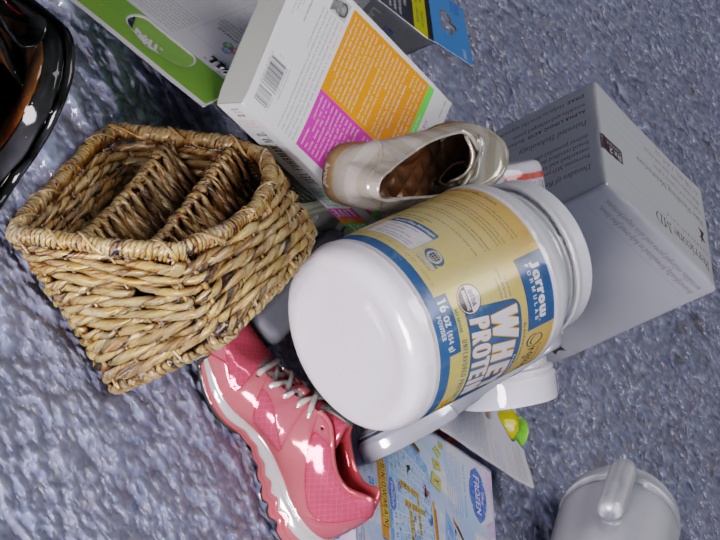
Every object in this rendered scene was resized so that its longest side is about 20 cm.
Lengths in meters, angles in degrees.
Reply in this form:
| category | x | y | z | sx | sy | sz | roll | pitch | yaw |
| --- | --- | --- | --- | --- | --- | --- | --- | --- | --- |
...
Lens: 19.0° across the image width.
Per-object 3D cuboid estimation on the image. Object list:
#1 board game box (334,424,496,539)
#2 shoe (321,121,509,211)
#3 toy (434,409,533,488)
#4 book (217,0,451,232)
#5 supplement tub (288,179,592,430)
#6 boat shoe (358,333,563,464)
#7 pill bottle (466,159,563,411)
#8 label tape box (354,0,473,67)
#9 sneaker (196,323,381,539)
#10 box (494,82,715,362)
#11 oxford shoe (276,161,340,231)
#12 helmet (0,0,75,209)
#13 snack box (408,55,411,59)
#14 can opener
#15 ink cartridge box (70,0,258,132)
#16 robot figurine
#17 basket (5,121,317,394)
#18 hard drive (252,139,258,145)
| category | x | y | z | sx | sy | sz | roll | pitch | yaw |
| --- | --- | --- | --- | --- | --- | --- | --- | --- | --- |
| board game box | 0.040 | 0.213 | 1.721 | 0.199 | 0.041 | 0.201 | 37 | 39 | -40 |
| shoe | 0.056 | -0.075 | 1.657 | 0.200 | 0.053 | 0.070 | -12 | 105 | -46 |
| toy | 0.080 | 0.116 | 1.861 | 0.200 | 0.047 | 0.116 | 32 | 39 | -50 |
| book | -0.019 | -0.127 | 1.633 | 0.200 | 0.048 | 0.134 | 44 | 59 | -43 |
| supplement tub | 0.062 | 0.020 | 1.594 | 0.200 | 0.145 | 0.145 | -25 | 89 | -37 |
| boat shoe | 0.067 | 0.079 | 1.698 | 0.200 | 0.074 | 0.067 | -31 | 88 | -29 |
| pill bottle | 0.110 | 0.013 | 1.799 | 0.112 | 0.112 | 0.201 | -14 | 97 | -61 |
| label tape box | -0.003 | -0.235 | 1.828 | 0.200 | 0.063 | 0.144 | 36 | 22 | -18 |
| sneaker | -0.048 | 0.109 | 1.609 | 0.201 | 0.087 | 0.074 | 62 | 28 | -4 |
| box | 0.196 | -0.039 | 2.014 | 0.199 | 0.200 | 0.131 | 39 | 37 | -39 |
| oxford shoe | -0.035 | -0.061 | 1.783 | 0.200 | 0.058 | 0.075 | -6 | 57 | -52 |
| helmet | -0.285 | -0.103 | 1.276 | 0.200 | 0.191 | 0.200 | 34 | 7 | -5 |
| snack box | 0.041 | -0.123 | 1.937 | 0.072 | 0.024 | 0.201 | 11 | 59 | -57 |
| can opener | -0.040 | -0.022 | 1.695 | 0.067 | 0.053 | 0.200 | 48 | 56 | -9 |
| ink cartridge box | -0.121 | -0.170 | 1.662 | 0.148 | 0.076 | 0.200 | 40 | 39 | 17 |
| robot figurine | 0.226 | 0.253 | 1.925 | 0.200 | 0.112 | 0.170 | -65 | 163 | -54 |
| basket | -0.131 | -0.035 | 1.525 | 0.149 | 0.142 | 0.200 | 58 | 29 | -13 |
| hard drive | -0.023 | -0.118 | 1.886 | 0.200 | 0.033 | 0.140 | 37 | 39 | -40 |
